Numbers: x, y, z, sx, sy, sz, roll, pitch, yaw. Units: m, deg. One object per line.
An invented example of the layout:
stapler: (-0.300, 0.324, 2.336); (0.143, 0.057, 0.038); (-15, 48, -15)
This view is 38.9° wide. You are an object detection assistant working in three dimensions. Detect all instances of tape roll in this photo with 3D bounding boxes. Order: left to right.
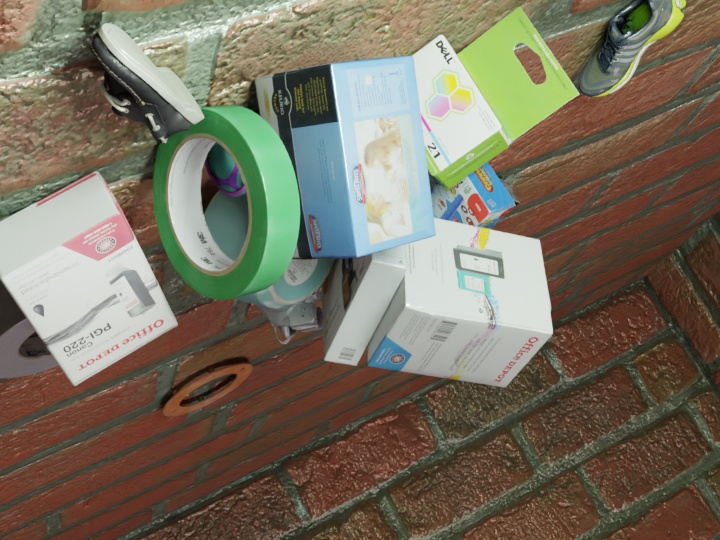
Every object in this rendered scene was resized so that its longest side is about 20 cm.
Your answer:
tape roll: (-0.392, 0.056, 1.282); (0.198, 0.067, 0.201); (-28, 164, -8)
tape roll: (-0.147, -0.072, 1.089); (0.048, 0.202, 0.200); (-14, 158, -45)

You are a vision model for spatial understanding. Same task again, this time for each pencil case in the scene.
pencil case: (-0.085, -0.141, 1.204); (0.198, 0.086, 0.092); (-16, 174, -43)

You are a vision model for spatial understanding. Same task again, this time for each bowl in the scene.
bowl: (-0.104, -0.033, 1.311); (0.199, 0.105, 0.203); (-31, 138, -32)

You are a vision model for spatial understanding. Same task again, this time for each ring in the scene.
ring: (-0.307, 0.233, 2.037); (0.198, 0.019, 0.201); (-29, 165, -9)

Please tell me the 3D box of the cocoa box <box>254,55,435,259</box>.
cocoa box: (-0.015, -0.122, 1.113); (0.132, 0.204, 0.130); (-16, -169, -43)

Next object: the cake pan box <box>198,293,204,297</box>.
cake pan box: (-0.130, -0.045, 1.470); (0.183, 0.053, 0.200); (-18, 160, -43)

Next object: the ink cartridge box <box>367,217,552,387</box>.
ink cartridge box: (0.122, 0.041, 1.305); (0.197, 0.148, 0.147); (11, 142, -16)

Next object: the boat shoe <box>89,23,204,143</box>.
boat shoe: (-0.207, -0.167, 0.948); (0.060, 0.074, 0.200); (-36, 172, 4)

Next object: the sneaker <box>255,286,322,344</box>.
sneaker: (-0.065, 0.016, 1.470); (0.198, 0.116, 0.075); (-33, 164, 6)

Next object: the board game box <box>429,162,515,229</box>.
board game box: (0.086, -0.110, 1.387); (0.055, 0.202, 0.196); (-19, 160, -41)

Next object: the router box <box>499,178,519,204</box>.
router box: (0.188, -0.111, 1.827); (0.148, 0.052, 0.199); (-34, 163, 19)

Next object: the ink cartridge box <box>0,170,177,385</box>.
ink cartridge box: (-0.307, 0.014, 1.136); (0.144, 0.085, 0.201); (-30, 142, -13)

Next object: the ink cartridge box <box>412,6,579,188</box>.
ink cartridge box: (0.143, -0.223, 1.251); (0.199, 0.149, 0.076); (-35, 162, 13)

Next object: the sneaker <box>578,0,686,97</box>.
sneaker: (0.381, -0.337, 1.494); (0.080, 0.074, 0.201); (-5, 143, -42)

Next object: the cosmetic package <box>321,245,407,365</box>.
cosmetic package: (0.000, 0.000, 1.305); (0.051, 0.152, 0.201); (11, 136, -14)
